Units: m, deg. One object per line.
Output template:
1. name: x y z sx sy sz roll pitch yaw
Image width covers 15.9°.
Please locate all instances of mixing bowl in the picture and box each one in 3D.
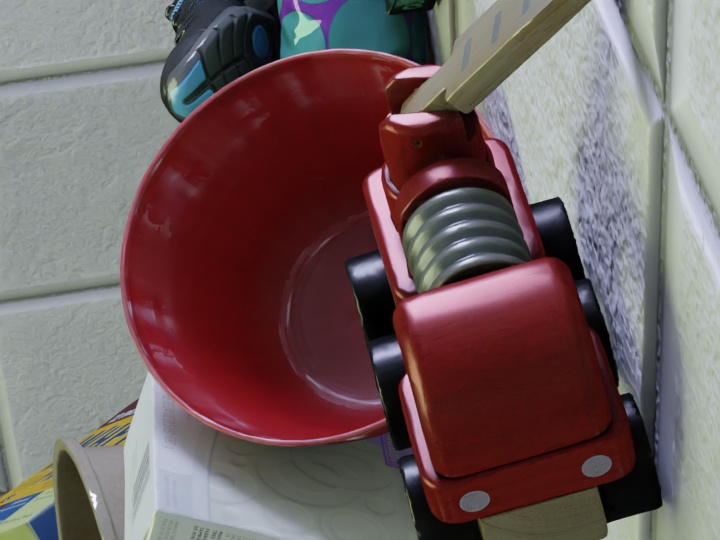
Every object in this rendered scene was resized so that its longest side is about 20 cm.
1. mixing bowl: -0.006 0.005 1.269 0.108 0.200 0.201 46 -150 -62

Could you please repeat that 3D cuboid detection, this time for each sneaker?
1. sneaker: -0.079 -0.130 1.513 0.200 0.082 0.073 -52 -46 -58

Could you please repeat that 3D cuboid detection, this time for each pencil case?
1. pencil case: -0.018 -0.181 1.453 0.085 0.092 0.201 9 -111 -69

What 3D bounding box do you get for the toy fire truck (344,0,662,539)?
1. toy fire truck: 0.054 -0.014 0.972 0.176 0.128 0.200 -104 -2 -45

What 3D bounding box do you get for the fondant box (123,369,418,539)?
1. fondant box: -0.015 0.122 1.272 0.144 0.199 0.058 -101 28 -62

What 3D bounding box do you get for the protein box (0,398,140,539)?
1. protein box: -0.118 0.198 1.591 0.135 0.198 0.200 -21 101 51

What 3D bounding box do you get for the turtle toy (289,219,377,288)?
1. turtle toy: -0.008 -0.005 1.397 0.146 0.101 0.200 141 108 -76

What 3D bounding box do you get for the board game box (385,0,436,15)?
1. board game box: 0.017 -0.245 1.344 0.135 0.028 0.201 120 141 -82

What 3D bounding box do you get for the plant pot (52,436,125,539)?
1. plant pot: -0.055 0.170 1.400 0.200 0.183 0.201 168 90 -76
